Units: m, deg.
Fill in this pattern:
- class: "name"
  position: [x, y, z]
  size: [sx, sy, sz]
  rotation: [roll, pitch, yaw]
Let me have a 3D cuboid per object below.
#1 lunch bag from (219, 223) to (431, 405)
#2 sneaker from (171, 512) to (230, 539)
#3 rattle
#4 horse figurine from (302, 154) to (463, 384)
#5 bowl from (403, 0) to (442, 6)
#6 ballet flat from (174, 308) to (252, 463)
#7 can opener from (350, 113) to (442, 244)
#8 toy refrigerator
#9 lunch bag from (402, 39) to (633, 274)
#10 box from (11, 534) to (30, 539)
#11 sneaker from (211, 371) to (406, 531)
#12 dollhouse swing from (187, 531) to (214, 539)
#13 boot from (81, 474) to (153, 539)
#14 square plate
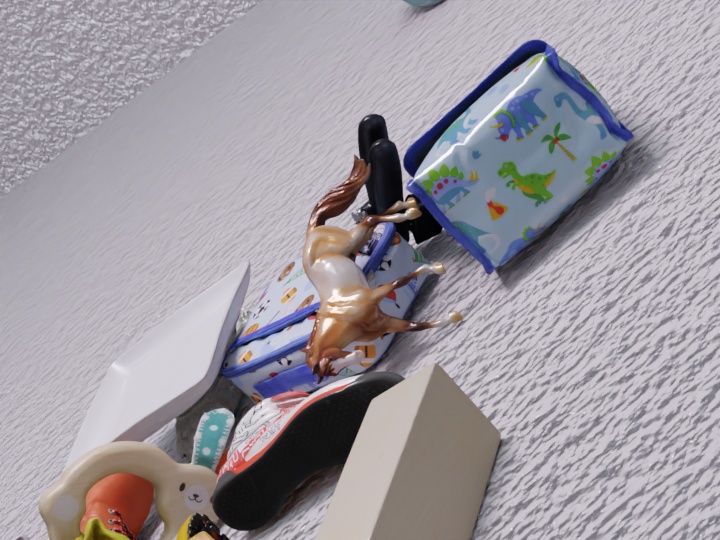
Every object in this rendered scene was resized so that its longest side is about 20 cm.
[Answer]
- class: "lunch bag"
  position: [-0.033, 0.043, 1.783]
  size: [0.200, 0.076, 0.160]
  rotation: [-26, 24, 48]
- class: "sneaker"
  position: [-0.139, 0.257, 1.479]
  size: [0.082, 0.078, 0.200]
  rotation: [-42, 5, 14]
- class: "rattle"
  position: [-0.152, 0.184, 1.617]
  size: [0.200, 0.130, 0.143]
  rotation: [-20, -11, -19]
- class: "horse figurine"
  position: [0.000, 0.000, 1.670]
  size: [0.132, 0.050, 0.200]
  rotation: [-21, 55, 2]
- class: "bowl"
  position: [0.099, -0.431, 2.682]
  size: [0.201, 0.105, 0.201]
  rotation: [-38, 16, 13]
- class: "ballet flat"
  position: [-0.142, 0.103, 1.903]
  size: [0.072, 0.072, 0.200]
  rotation: [-31, 19, 34]
- class: "can opener"
  position: [0.023, -0.080, 1.790]
  size: [0.079, 0.063, 0.200]
  rotation: [-30, -30, -5]
- class: "toy refrigerator"
  position: [0.028, 0.156, 1.320]
  size: [0.070, 0.076, 0.200]
  rotation: [-33, 18, 30]
- class: "lunch bag"
  position: [0.132, -0.102, 1.697]
  size: [0.170, 0.127, 0.200]
  rotation: [-42, 1, 9]
- class: "box"
  position: [-0.279, 0.320, 1.476]
  size: [0.199, 0.131, 0.200]
  rotation: [-37, 14, -13]
- class: "sneaker"
  position: [-0.035, 0.119, 1.590]
  size: [0.201, 0.067, 0.108]
  rotation: [-38, 18, 24]
- class: "dollhouse swing"
  position: [-0.131, 0.296, 1.225]
  size: [0.200, 0.176, 0.182]
  rotation: [-31, 34, -20]
- class: "boot"
  position: [-0.217, 0.239, 1.729]
  size: [0.107, 0.075, 0.200]
  rotation: [-16, 32, 40]
- class: "square plate"
  position: [-0.184, 0.099, 1.852]
  size: [0.200, 0.028, 0.198]
  rotation: [-36, 20, 27]
